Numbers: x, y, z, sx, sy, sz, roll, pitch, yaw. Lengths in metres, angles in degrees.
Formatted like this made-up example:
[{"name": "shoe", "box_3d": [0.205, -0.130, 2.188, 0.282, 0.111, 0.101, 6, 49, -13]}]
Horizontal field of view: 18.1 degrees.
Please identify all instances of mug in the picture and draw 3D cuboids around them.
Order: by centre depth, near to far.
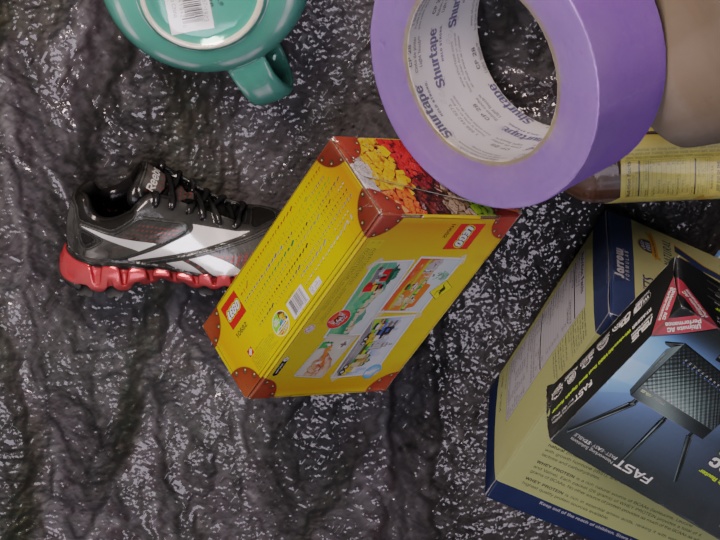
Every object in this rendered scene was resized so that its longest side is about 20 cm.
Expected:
[{"name": "mug", "box_3d": [-0.095, -0.208, 1.580, 0.185, 0.115, 0.152, 31, 114, -16]}]

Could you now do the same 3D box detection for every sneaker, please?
[{"name": "sneaker", "box_3d": [-0.131, -0.035, 1.700, 0.199, 0.071, 0.098, -1, 121, 2]}]

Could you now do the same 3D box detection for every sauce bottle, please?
[{"name": "sauce bottle", "box_3d": [0.199, -0.083, 1.682, 0.199, 0.065, 0.065, -1, 119, 3]}]

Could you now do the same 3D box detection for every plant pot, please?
[{"name": "plant pot", "box_3d": [0.275, -0.175, 1.577, 0.173, 0.200, 0.200, -27, 117, 33]}]

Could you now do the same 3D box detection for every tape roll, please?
[{"name": "tape roll", "box_3d": [0.108, -0.150, 1.571, 0.199, 0.085, 0.201, 20, 121, 36]}]

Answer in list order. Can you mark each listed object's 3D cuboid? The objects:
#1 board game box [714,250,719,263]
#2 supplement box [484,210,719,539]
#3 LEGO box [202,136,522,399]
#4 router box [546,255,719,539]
[{"name": "board game box", "box_3d": [0.403, -0.027, 1.734, 0.199, 0.026, 0.200, 30, 114, -15]}, {"name": "supplement box", "box_3d": [0.227, 0.099, 1.725, 0.199, 0.135, 0.200, 22, 125, -11]}, {"name": "LEGO box", "box_3d": [0.000, 0.000, 1.662, 0.149, 0.077, 0.200, 0, 137, -45]}, {"name": "router box", "box_3d": [0.253, 0.101, 1.602, 0.199, 0.062, 0.150, 30, 122, -16]}]
